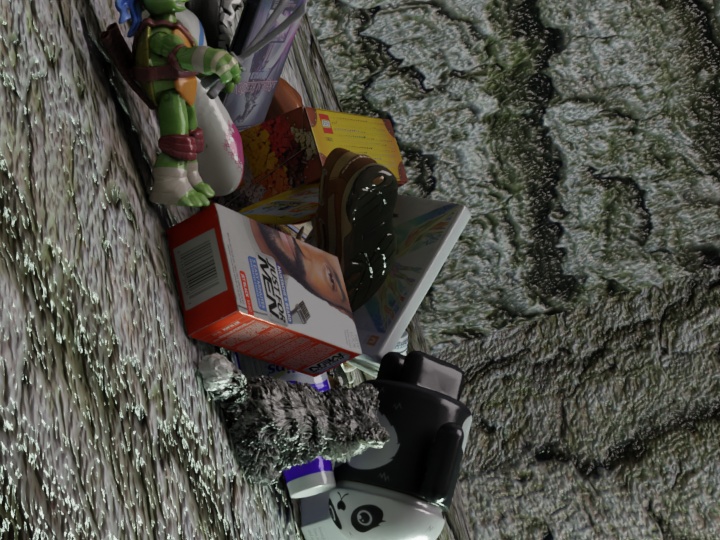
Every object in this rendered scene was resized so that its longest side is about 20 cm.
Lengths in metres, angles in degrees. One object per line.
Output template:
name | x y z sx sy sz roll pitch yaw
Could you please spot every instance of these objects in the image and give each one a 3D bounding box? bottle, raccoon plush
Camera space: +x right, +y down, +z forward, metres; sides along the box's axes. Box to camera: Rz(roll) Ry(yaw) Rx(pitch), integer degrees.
bottle | -0.071 0.122 1.677 0.065 0.084 0.200 -40 -120 57
raccoon plush | -0.053 0.128 1.549 0.200 0.134 0.097 60 16 -67

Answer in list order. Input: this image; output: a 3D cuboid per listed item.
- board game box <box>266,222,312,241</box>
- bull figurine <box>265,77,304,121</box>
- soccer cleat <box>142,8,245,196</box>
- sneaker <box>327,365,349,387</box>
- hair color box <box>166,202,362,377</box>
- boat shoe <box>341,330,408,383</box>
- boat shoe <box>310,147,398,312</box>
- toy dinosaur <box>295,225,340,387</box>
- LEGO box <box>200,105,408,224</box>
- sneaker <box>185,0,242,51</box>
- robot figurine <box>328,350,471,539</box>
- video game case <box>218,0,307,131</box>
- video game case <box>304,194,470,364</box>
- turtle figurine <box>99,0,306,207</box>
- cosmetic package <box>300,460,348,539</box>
board game box | -0.067 -0.031 1.994 0.151 0.046 0.200 37 18 -19
bull figurine | -0.067 -0.142 2.031 0.200 0.065 0.121 63 -3 1
soccer cleat | -0.175 -0.168 1.676 0.086 0.070 0.200 4 67 -66
sneaker | -0.056 0.112 1.910 0.199 0.076 0.114 -108 174 -83
hair color box | -0.087 0.022 1.578 0.200 0.064 0.111 24 45 -55
boat shoe | -0.021 0.093 2.029 0.075 0.202 0.086 -14 113 -44
boat shoe | -0.010 -0.043 1.700 0.074 0.076 0.200 41 -38 29
toy dinosaur | -0.070 0.063 1.771 0.058 0.101 0.200 60 14 -67
LEGO box | -0.063 -0.107 1.795 0.200 0.149 0.077 -1 73 -64
sneaker | -0.183 -0.258 1.830 0.066 0.090 0.200 125 -18 -48
robot figurine | 0.039 0.182 1.695 0.150 0.125 0.200 75 29 -75
video game case | -0.103 -0.232 1.769 0.200 0.019 0.143 -70 167 13
video game case | 0.000 0.000 1.827 0.200 0.182 0.022 -59 136 -22
turtle figurine | -0.125 -0.157 1.515 0.144 0.200 0.194 22 -69 56
cosmetic package | -0.015 0.258 1.862 0.200 0.081 0.113 -92 164 -66
